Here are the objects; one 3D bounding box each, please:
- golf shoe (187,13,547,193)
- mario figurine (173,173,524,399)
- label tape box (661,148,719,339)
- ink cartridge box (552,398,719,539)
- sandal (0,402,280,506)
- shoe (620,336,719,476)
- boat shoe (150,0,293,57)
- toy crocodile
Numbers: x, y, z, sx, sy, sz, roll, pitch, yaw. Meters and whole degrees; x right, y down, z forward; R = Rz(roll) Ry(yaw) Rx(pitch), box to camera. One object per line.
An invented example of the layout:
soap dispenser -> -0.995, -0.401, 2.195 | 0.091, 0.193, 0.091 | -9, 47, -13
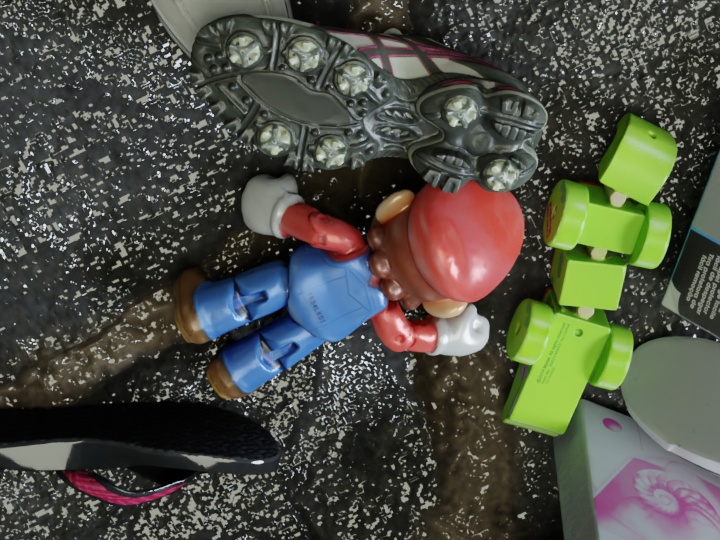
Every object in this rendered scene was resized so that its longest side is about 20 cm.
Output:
golf shoe -> 0.001, -0.097, 1.189 | 0.200, 0.088, 0.077 | 16, 117, -13
mario figurine -> 0.000, 0.000, 1.248 | 0.200, 0.106, 0.123 | -22, 147, 14
label tape box -> 0.279, -0.003, 1.197 | 0.066, 0.200, 0.143 | 1, 115, -46
ink cartridge box -> 0.210, 0.174, 1.248 | 0.196, 0.200, 0.043 | 21, 119, -13
sandal -> -0.145, 0.109, 1.263 | 0.200, 0.075, 0.045 | 1, 107, 3
shoe -> 0.241, 0.112, 1.265 | 0.071, 0.200, 0.091 | -51, 142, -16
boat shoe -> -0.091, -0.181, 1.165 | 0.072, 0.066, 0.200 | -21, 110, 2
toy crocodile -> 0.129, 0.006, 1.261 | 0.067, 0.062, 0.200 | 12, 113, -10
